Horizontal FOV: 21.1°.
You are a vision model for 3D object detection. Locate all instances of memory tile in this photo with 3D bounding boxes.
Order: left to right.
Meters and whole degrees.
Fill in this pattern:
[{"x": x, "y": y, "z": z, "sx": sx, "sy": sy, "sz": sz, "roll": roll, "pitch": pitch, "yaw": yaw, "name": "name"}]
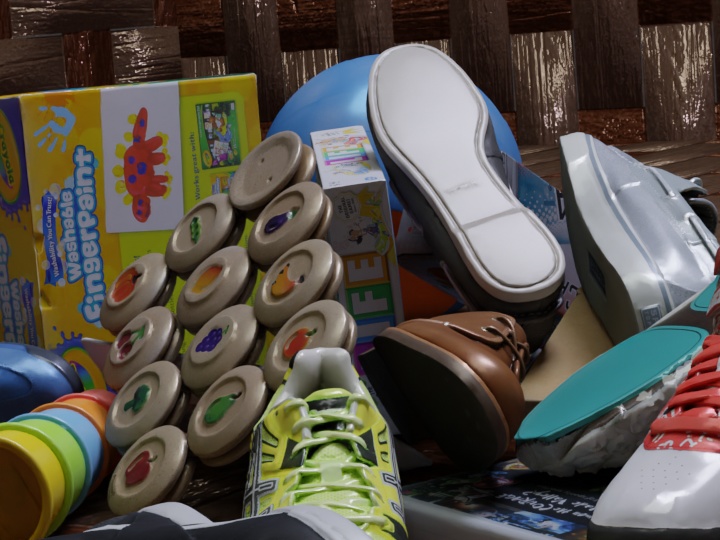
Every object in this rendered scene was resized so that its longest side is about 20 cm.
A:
[{"x": -0.071, "y": 0.023, "z": 0.951, "sx": 0.153, "sy": 0.017, "sz": 0.200, "roll": -38, "pitch": 32, "yaw": 16, "name": "memory tile"}]

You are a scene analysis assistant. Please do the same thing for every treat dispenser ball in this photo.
[{"x": 0.021, "y": -0.058, "z": 1.424, "sx": 0.199, "sy": 0.202, "sz": 0.201, "roll": -4, "pitch": 7, "yaw": 1, "name": "treat dispenser ball"}]

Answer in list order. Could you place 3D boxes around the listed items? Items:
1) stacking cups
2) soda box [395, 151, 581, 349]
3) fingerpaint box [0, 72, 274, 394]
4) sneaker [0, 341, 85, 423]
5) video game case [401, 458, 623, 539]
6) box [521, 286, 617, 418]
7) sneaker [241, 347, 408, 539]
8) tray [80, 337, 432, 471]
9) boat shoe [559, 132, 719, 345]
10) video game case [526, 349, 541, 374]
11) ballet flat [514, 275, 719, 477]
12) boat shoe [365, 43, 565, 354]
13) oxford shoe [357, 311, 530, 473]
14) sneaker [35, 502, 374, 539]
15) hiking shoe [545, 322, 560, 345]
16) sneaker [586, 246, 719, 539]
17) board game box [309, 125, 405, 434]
[{"x": -0.156, "y": 0.094, "z": 0.939, "sx": 0.060, "sy": 0.061, "sz": 0.200, "roll": -4, "pitch": 4, "yaw": 5, "name": "stacking cups"}, {"x": 0.106, "y": -0.001, "z": 1.128, "sx": 0.063, "sy": 0.069, "sz": 0.200, "roll": 1, "pitch": -19, "yaw": 40, "name": "soda box"}, {"x": -0.139, "y": -0.011, "z": 1.155, "sx": 0.166, "sy": 0.201, "sz": 0.073, "roll": -11, "pitch": 8, "yaw": -38, "name": "fingerpaint box"}, {"x": -0.249, "y": 0.083, "z": 1.064, "sx": 0.199, "sy": 0.066, "sz": 0.078, "roll": -2, "pitch": 19, "yaw": 19, "name": "sneaker"}, {"x": 0.133, "y": 0.102, "z": 0.813, "sx": 0.181, "sy": 0.024, "sz": 0.200, "roll": -9, "pitch": 9, "yaw": -34, "name": "video game case"}, {"x": 0.191, "y": 0.037, "z": 0.955, "sx": 0.199, "sy": 0.021, "sz": 0.164, "roll": 1, "pitch": 25, "yaw": 23, "name": "box"}, {"x": -0.019, "y": 0.090, "z": 0.745, "sx": 0.075, "sy": 0.077, "sz": 0.200, "roll": -4, "pitch": 16, "yaw": -7, "name": "sneaker"}, {"x": -0.062, "y": 0.074, "z": 1.005, "sx": 0.107, "sy": 0.022, "sz": 0.199, "roll": 35, "pitch": -18, "yaw": -34, "name": "tray"}, {"x": 0.149, "y": -0.015, "z": 0.988, "sx": 0.071, "sy": 0.070, "sz": 0.201, "roll": -10, "pitch": 29, "yaw": -3, "name": "boat shoe"}, {"x": 0.032, "y": 0.067, "z": 1.164, "sx": 0.142, "sy": 0.019, "sz": 0.200, "roll": -3, "pitch": 7, "yaw": 13, "name": "video game case"}, {"x": 0.160, "y": 0.041, "z": 0.858, "sx": 0.200, "sy": 0.072, "sz": 0.072, "roll": -37, "pitch": 17, "yaw": -15, "name": "ballet flat"}, {"x": 0.049, "y": -0.038, "z": 1.015, "sx": 0.066, "sy": 0.057, "sz": 0.201, "roll": -13, "pitch": 48, "yaw": -15, "name": "boat shoe"}, {"x": 0.049, "y": 0.043, "z": 0.892, "sx": 0.071, "sy": 0.072, "sz": 0.200, "roll": -30, "pitch": 6, "yaw": -6, "name": "oxford shoe"}, {"x": -0.072, "y": 0.122, "z": 0.624, "sx": 0.111, "sy": 0.074, "sz": 0.200, "roll": -12, "pitch": 2, "yaw": -29, "name": "sneaker"}, {"x": 0.199, "y": 0.046, "z": 1.065, "sx": 0.199, "sy": 0.075, "sz": 0.087, "roll": -20, "pitch": 21, "yaw": -28, "name": "hiking shoe"}, {"x": 0.144, "y": 0.042, "z": 0.753, "sx": 0.067, "sy": 0.109, "sz": 0.201, "roll": 2, "pitch": 10, "yaw": 37, "name": "sneaker"}, {"x": 0.000, "y": 0.000, "z": 1.085, "sx": 0.034, "sy": 0.135, "sz": 0.200, "roll": -8, "pitch": 12, "yaw": -1, "name": "board game box"}]
